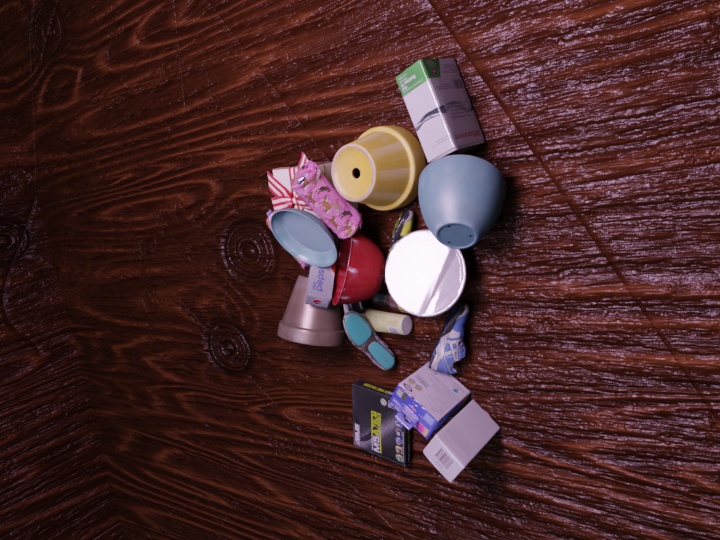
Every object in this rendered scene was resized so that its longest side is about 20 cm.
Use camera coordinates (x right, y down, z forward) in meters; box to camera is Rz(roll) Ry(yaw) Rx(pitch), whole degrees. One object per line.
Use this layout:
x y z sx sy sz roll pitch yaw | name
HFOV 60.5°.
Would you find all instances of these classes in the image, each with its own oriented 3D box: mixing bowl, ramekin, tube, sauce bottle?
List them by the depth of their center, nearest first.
0.164 0.011 1.481 0.197 0.094 0.209 -3 82 19 | ramekin
0.000 0.000 1.583 0.105 0.202 0.204 12 120 -10 | mixing bowl
0.118 0.077 1.600 0.196 0.064 0.067 7 109 37 | sauce bottle
0.054 0.138 1.689 0.197 0.052 0.059 3 67 45 | tube

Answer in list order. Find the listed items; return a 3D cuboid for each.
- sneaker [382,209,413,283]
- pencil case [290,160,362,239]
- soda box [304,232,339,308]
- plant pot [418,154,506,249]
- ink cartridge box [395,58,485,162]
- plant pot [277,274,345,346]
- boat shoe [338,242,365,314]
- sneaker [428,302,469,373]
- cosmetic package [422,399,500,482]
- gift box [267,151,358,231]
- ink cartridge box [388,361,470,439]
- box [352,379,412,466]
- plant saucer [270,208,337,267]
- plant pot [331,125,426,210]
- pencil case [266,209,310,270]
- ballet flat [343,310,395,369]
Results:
0.110 -0.057 1.575 0.074 0.076 0.205 15 114 1 | sneaker
-0.080 -0.166 1.485 0.200 0.083 0.086 46 174 -26 | pencil case
-0.103 -0.006 1.674 0.064 0.066 0.205 117 163 -59 | soda box
0.215 -0.129 1.342 0.194 0.138 0.202 9 148 6 | plant pot
0.179 -0.353 1.361 0.082 0.145 0.205 -22 89 42 | ink cartridge box
-0.129 0.108 1.753 0.196 0.198 0.179 11 95 36 | plant pot
-0.024 0.021 1.707 0.058 0.076 0.206 -7 91 2 | boat shoe
0.235 0.170 1.540 0.075 0.076 0.204 22 120 7 | sneaker
0.249 0.412 1.507 0.102 0.198 0.075 45 127 19 | cosmetic package
-0.131 -0.212 1.637 0.181 0.185 0.206 -2 104 39 | gift box
0.166 0.325 1.549 0.136 0.198 0.078 40 125 22 | ink cartridge box
0.061 0.435 1.774 0.189 0.047 0.206 11 110 34 | box
-0.138 -0.091 1.568 0.196 0.036 0.202 24 148 15 | plant saucer
0.033 -0.240 1.480 0.196 0.187 0.207 9 107 32 | plant pot
-0.191 -0.098 1.791 0.201 0.086 0.088 49 129 18 | pencil case
0.017 0.190 1.692 0.071 0.072 0.201 -29 107 40 | ballet flat
